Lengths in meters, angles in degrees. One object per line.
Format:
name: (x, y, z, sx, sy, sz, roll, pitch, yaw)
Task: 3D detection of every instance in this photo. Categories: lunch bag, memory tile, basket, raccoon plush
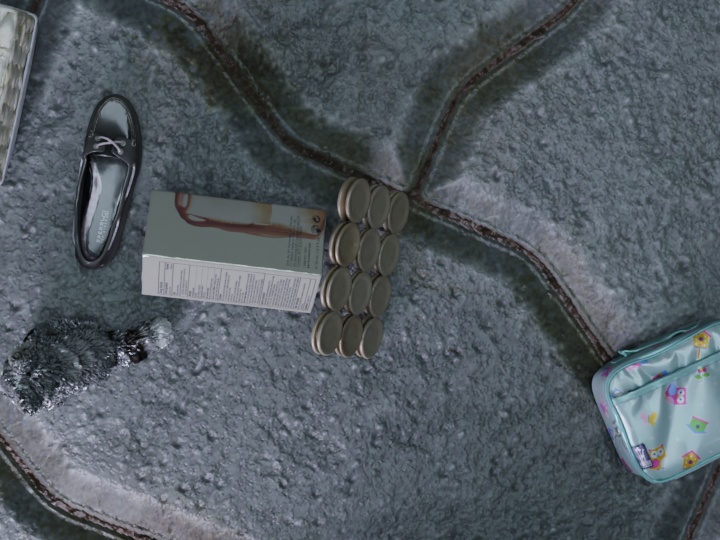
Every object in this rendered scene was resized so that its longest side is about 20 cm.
lunch bag: (0.384, 0.152, 1.516, 0.198, 0.077, 0.162, -24, 96, -4)
memory tile: (0.000, 0.000, 1.437, 0.017, 0.153, 0.203, 14, 92, 28)
basket: (-0.439, -0.202, 1.365, 0.134, 0.123, 0.203, 13, 91, -8)
raccoon plush: (-0.312, 0.090, 1.400, 0.199, 0.134, 0.098, -29, 95, -4)

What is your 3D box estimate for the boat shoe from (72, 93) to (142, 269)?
boat shoe: (-0.287, -0.100, 1.430, 0.066, 0.057, 0.203, 9, 93, -7)

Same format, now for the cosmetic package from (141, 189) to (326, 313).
cosmetic package: (-0.143, -0.020, 1.420, 0.197, 0.104, 0.088, 7, 63, -9)
